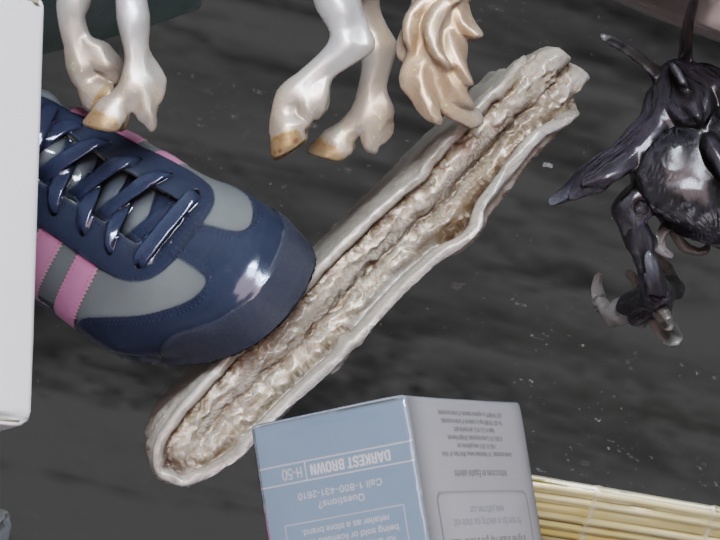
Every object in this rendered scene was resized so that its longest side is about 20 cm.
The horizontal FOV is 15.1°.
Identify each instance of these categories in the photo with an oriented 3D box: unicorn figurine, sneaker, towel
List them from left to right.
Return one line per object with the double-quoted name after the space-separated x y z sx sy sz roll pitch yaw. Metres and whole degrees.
-0.101 -0.025 0.937 0.070 0.200 0.082 -53 131 -19 "sneaker"
-0.055 -0.111 0.895 0.200 0.074 0.137 6 98 -13 "unicorn figurine"
0.000 0.000 0.966 0.200 0.133 0.034 -45 93 -3 "towel"

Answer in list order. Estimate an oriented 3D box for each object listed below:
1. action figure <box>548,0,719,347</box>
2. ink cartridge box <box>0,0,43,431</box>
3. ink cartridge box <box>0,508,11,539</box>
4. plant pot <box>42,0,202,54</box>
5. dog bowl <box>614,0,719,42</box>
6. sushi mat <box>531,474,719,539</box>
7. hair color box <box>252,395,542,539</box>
0.140 -0.006 0.985 0.119 0.102 0.200 -26 100 -1 "action figure"
-0.195 -0.008 0.893 0.084 0.200 0.145 14 70 -42 "ink cartridge box"
-0.230 0.166 0.995 0.162 0.057 0.200 14 93 1 "ink cartridge box"
-0.153 -0.147 0.982 0.200 0.141 0.141 -1 84 -9 "plant pot"
0.146 -0.116 0.946 0.200 0.200 0.059 19 88 2 "dog bowl"
0.119 0.121 0.986 0.200 0.012 0.096 9 127 1 "sushi mat"
0.025 0.145 0.899 0.061 0.099 0.200 -13 81 24 "hair color box"
